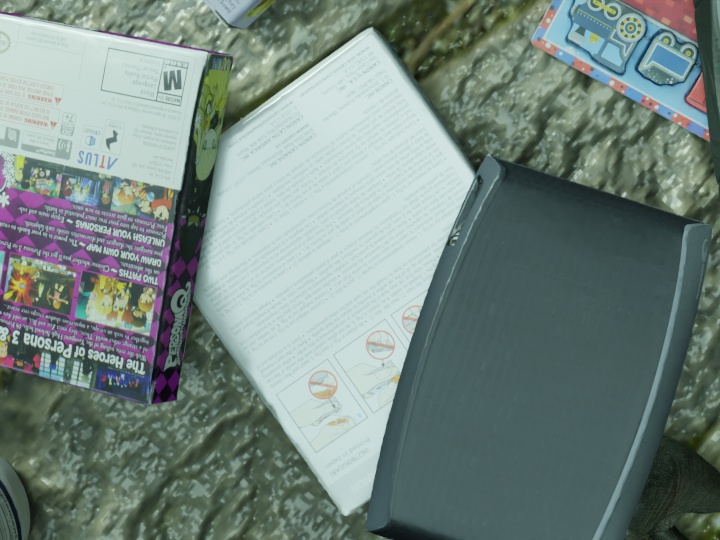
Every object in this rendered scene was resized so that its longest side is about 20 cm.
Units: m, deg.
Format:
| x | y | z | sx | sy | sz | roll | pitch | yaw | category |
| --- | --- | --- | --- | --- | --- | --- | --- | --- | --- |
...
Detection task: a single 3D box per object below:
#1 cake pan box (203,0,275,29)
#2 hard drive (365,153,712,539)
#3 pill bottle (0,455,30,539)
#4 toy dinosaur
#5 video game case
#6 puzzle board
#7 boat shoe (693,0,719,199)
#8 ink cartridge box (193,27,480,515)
| x | y | z | sx | sy | sz | roll | pitch | yaw | category |
| --- | --- | --- | --- | --- | --- | --- | --- | --- | --- |
| -0.064 | -0.256 | 1.159 | 0.184 | 0.052 | 0.200 | -44 | 89 | 6 | cake pan box |
| 0.088 | 0.053 | 1.117 | 0.135 | 0.042 | 0.200 | 18 | 88 | 6 | hard drive |
| -0.235 | 0.143 | 1.136 | 0.119 | 0.200 | 0.120 | 1 | 95 | 6 | pill bottle |
| 0.124 | 0.124 | 1.157 | 0.200 | 0.077 | 0.103 | -11 | 100 | 10 | toy dinosaur |
| -0.172 | -0.040 | 1.169 | 0.200 | 0.036 | 0.182 | 12 | 96 | 23 | video game case |
| 0.210 | -0.135 | 1.154 | 0.200 | 0.017 | 0.151 | 29 | 98 | 3 | puzzle board |
| 0.203 | -0.112 | 1.115 | 0.065 | 0.074 | 0.202 | -8 | 97 | 1 | boat shoe |
| 0.000 | 0.000 | 1.176 | 0.161 | 0.050 | 0.200 | -35 | 92 | 8 | ink cartridge box |
